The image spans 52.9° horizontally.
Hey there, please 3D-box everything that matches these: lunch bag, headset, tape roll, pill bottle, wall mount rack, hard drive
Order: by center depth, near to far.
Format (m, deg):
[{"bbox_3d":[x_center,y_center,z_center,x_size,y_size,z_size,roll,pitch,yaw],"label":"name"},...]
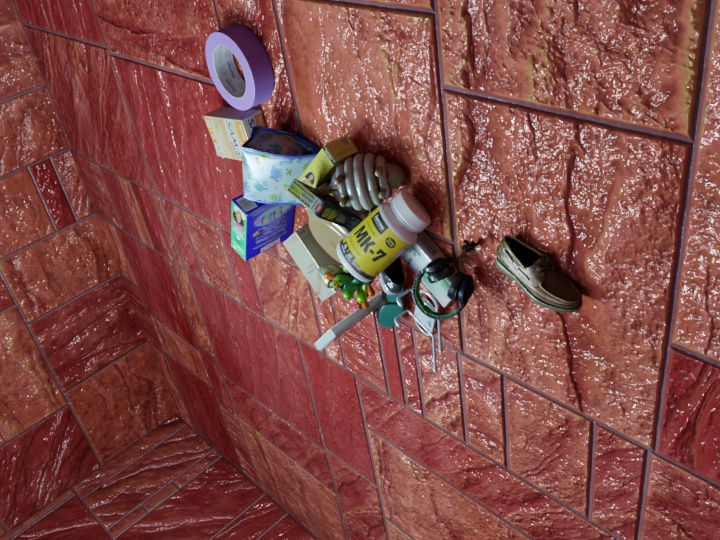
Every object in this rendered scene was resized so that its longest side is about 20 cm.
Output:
[{"bbox_3d":[0.189,0.019,1.553,0.123,0.094,0.200,40,112,13],"label":"headset"},{"bbox_3d":[0.052,-0.077,1.602,0.200,0.114,0.114,-42,82,22],"label":"pill bottle"},{"bbox_3d":[0.155,0.141,1.746,0.174,0.074,0.200,47,160,22],"label":"wall mount rack"},{"bbox_3d":[-0.305,-0.510,1.822,0.200,0.066,0.201,36,145,31],"label":"tape roll"},{"bbox_3d":[-0.193,-0.259,1.847,0.199,0.128,0.171,14,138,9],"label":"lunch bag"},{"bbox_3d":[-0.021,0.128,1.889,0.026,0.200,0.132,51,149,5],"label":"hard drive"}]

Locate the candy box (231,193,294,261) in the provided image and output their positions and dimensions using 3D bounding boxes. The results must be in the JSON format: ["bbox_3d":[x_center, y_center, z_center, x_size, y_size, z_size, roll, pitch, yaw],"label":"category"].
[{"bbox_3d":[-0.271,-0.143,2.016,0.077,0.169,0.200,44,147,25],"label":"candy box"}]

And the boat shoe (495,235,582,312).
[{"bbox_3d":[0.341,0.006,1.393,0.200,0.072,0.068,36,145,30],"label":"boat shoe"}]

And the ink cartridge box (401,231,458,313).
[{"bbox_3d":[0.151,0.023,1.701,0.161,0.050,0.200,50,147,11],"label":"ink cartridge box"}]

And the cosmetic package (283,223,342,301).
[{"bbox_3d":[-0.118,-0.024,2.008,0.200,0.073,0.103,56,149,1],"label":"cosmetic package"}]

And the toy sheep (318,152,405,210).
[{"bbox_3d":[0.002,-0.194,1.598,0.199,0.138,0.138,-6,122,10],"label":"toy sheep"}]

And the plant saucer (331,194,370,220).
[{"bbox_3d":[-0.034,-0.207,1.754,0.200,0.035,0.201,34,142,31],"label":"plant saucer"}]

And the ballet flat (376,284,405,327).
[{"bbox_3d":[0.081,0.064,1.817,0.200,0.068,0.069,102,167,-52],"label":"ballet flat"}]

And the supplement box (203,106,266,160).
[{"bbox_3d":[-0.334,-0.373,1.980,0.200,0.073,0.127,17,133,46],"label":"supplement box"}]

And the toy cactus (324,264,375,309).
[{"bbox_3d":[0.000,0.000,1.765,0.102,0.165,0.200,23,163,33],"label":"toy cactus"}]

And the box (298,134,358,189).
[{"bbox_3d":[-0.082,-0.238,1.687,0.050,0.075,0.200,56,150,4],"label":"box"}]

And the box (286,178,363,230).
[{"bbox_3d":[-0.078,-0.148,1.675,0.110,0.035,0.200,40,-170,23],"label":"box"}]

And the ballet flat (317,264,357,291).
[{"bbox_3d":[-0.053,0.014,1.873,0.070,0.200,0.071,-2,85,23],"label":"ballet flat"}]

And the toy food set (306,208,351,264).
[{"bbox_3d":[-0.056,-0.082,1.854,0.200,0.049,0.198,17,147,52],"label":"toy food set"}]

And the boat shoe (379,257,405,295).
[{"bbox_3d":[0.060,-0.042,1.694,0.066,0.070,0.201,124,137,-63],"label":"boat shoe"}]
